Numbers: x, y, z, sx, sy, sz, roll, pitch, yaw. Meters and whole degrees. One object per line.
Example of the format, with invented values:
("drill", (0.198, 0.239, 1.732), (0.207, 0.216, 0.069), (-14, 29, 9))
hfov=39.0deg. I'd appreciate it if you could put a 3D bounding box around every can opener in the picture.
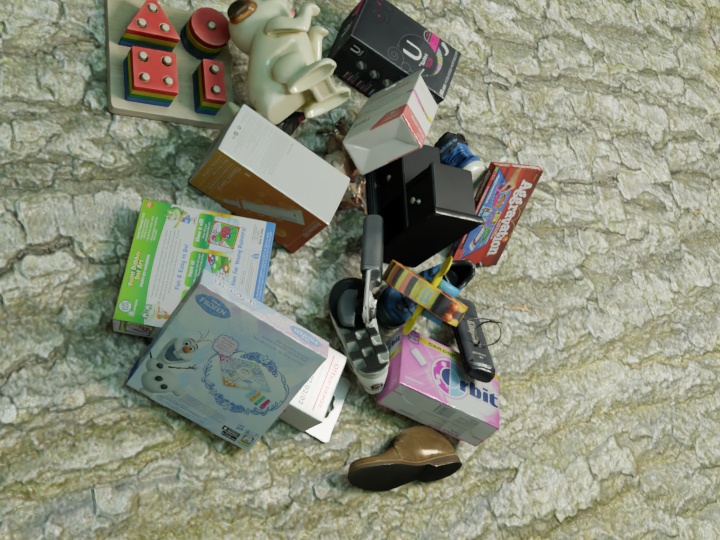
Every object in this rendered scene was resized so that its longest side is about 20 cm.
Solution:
("can opener", (0.000, 0.000, 1.566), (0.067, 0.053, 0.201), (0, 50, 5))

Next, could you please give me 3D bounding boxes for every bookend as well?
("bookend", (0.098, -0.135, 1.645), (0.092, 0.200, 0.200), (9, 66, -28))

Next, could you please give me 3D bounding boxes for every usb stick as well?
("usb stick", (0.176, 0.108, 1.636), (0.055, 0.033, 0.200), (23, 27, -18))

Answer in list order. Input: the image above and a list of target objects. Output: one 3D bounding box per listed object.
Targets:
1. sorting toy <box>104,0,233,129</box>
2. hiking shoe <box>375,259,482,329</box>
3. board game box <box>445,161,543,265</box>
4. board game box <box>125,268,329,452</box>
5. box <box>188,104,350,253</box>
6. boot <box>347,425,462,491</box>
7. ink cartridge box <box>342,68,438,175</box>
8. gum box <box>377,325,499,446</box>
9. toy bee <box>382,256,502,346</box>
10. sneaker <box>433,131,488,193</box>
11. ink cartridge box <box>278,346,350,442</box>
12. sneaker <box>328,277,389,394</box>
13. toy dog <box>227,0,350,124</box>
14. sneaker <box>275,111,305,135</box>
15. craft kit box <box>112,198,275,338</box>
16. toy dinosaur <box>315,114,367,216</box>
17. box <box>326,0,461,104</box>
("sorting toy", (-0.287, -0.334, 1.574), (0.199, 0.070, 0.200), (5, 68, -30))
("hiking shoe", (0.104, 0.028, 1.649), (0.200, 0.087, 0.075), (-30, 87, -37))
("board game box", (0.226, -0.092, 1.718), (0.103, 0.201, 0.019), (0, 38, -32))
("board game box", (-0.179, 0.125, 1.369), (0.200, 0.199, 0.043), (32, 27, -16))
("box", (-0.138, -0.136, 1.548), (0.200, 0.124, 0.098), (34, 56, -15))
("boot", (0.057, 0.282, 1.536), (0.199, 0.074, 0.076), (0, 51, -36))
("ink cartridge box", (0.055, -0.246, 1.653), (0.068, 0.116, 0.200), (57, 29, -21))
("gum box", (0.129, 0.184, 1.593), (0.199, 0.066, 0.114), (26, 43, -19))
("toy bee", (0.123, 0.042, 1.546), (0.199, 0.109, 0.132), (10, 91, 8))
("sneaker", (0.163, -0.185, 1.734), (0.111, 0.077, 0.200), (54, 8, 7))
("ink cartridge box", (-0.098, 0.154, 1.483), (0.200, 0.068, 0.115), (32, 57, -16))
("sneaker", (-0.004, 0.103, 1.570), (0.074, 0.089, 0.201), (-10, 50, -5))
("toy dog", (-0.131, -0.334, 1.577), (0.201, 0.193, 0.139), (64, 14, 19))
("sneaker", (-0.116, -0.263, 1.640), (0.077, 0.084, 0.200), (41, 54, -10))
("craft kit box", (-0.231, 0.008, 1.437), (0.197, 0.049, 0.201), (12, 60, -8))
("toy dinosaur", (-0.023, -0.169, 1.665), (0.136, 0.086, 0.200), (50, 36, -17))
("box", (0.057, -0.370, 1.778), (0.200, 0.106, 0.123), (31, 56, -17))
